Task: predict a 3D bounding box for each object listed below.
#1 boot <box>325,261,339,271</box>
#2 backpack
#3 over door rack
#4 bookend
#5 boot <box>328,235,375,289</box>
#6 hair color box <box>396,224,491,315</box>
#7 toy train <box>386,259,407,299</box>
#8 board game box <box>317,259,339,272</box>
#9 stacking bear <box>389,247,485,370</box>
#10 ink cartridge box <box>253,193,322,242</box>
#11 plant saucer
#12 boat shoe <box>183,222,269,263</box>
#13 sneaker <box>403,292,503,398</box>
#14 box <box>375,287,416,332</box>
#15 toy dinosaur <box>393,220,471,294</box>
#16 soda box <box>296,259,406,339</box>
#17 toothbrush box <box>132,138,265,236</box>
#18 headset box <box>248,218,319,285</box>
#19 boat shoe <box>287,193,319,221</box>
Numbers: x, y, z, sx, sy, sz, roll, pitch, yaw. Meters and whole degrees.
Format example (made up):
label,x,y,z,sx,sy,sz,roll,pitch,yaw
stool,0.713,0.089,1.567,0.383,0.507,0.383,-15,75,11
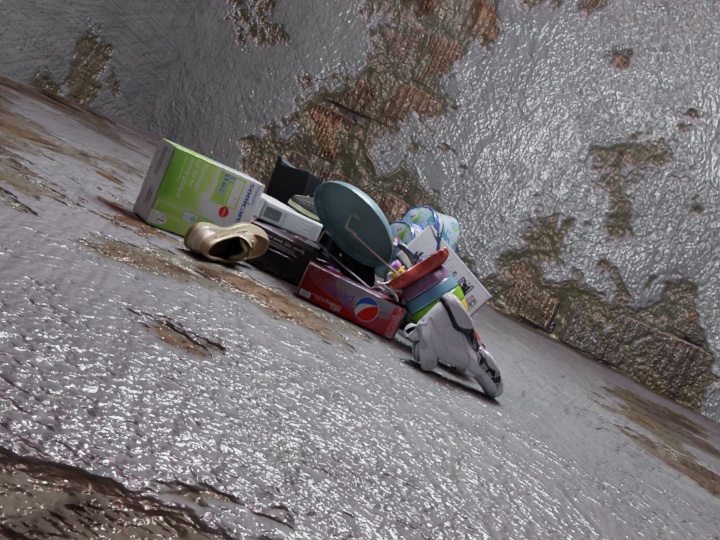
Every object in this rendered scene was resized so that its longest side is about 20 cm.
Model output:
label,x,y,z,sx,sy,sz,roll,pitch,yaw
boot,-0.014,-0.031,1.873,0.067,0.133,0.199,19,8,-41
backpack,0.133,-0.045,1.808,0.145,0.204,0.182,19,-4,-31
over door rack,0.000,0.000,1.528,0.201,0.067,0.147,51,-29,-10
bookend,-0.129,-0.145,1.878,0.195,0.204,0.092,17,-3,22
boot,-0.017,-0.055,1.701,0.075,0.204,0.169,-9,34,-17
hair color box,0.178,0.012,1.668,0.201,0.100,0.060,51,5,10
toy train,0.106,0.055,1.613,0.151,0.055,0.200,51,4,9
board game box,-0.131,-0.018,1.786,0.198,0.033,0.119,22,3,-37
stacking bear,0.151,0.079,1.433,0.202,0.120,0.114,60,-6,4
ink cartridge box,-0.199,-0.133,1.659,0.172,0.044,0.199,28,4,35
plant saucer,-0.009,-0.094,1.515,0.199,0.027,0.202,34,-29,22
boat shoe,-0.222,-0.040,1.387,0.064,0.072,0.199,33,18,28
sneaker,0.156,0.147,1.327,0.202,0.114,0.075,60,-2,-14
box,0.113,0.096,1.720,0.157,0.047,0.199,21,8,-41
toy dinosaur,0.125,0.005,1.603,0.180,0.204,0.104,26,27,38
soda box,-0.017,0.053,1.440,0.197,0.064,0.070,26,5,-5
toothbrush box,-0.301,-0.136,1.473,0.198,0.148,0.086,22,6,-40
headset box,-0.160,-0.039,1.579,0.146,0.076,0.200,26,5,-4
boat shoe,-0.080,-0.147,1.736,0.072,0.067,0.199,39,16,35
